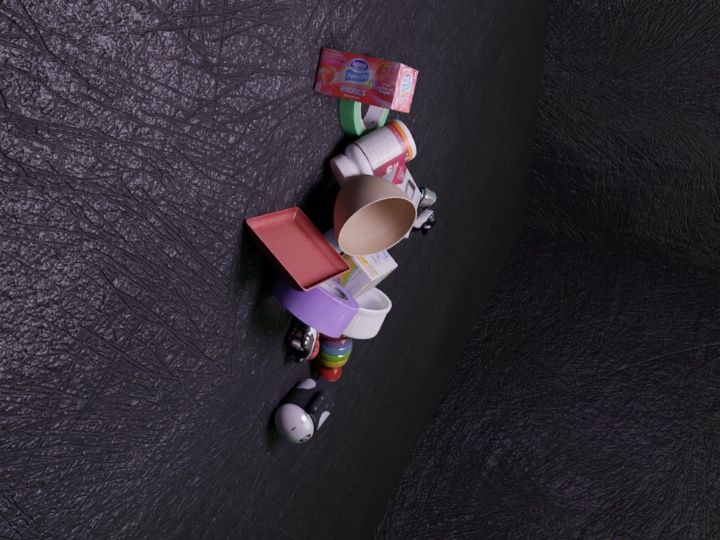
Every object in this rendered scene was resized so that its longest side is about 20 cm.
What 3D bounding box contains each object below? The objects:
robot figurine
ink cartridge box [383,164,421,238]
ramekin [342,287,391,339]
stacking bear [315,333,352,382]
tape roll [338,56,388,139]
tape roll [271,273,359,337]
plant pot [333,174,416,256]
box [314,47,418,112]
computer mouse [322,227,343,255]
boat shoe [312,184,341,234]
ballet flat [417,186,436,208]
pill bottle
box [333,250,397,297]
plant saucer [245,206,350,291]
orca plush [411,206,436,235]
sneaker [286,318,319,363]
[{"bbox_3d":[-0.150,0.385,1.649,0.200,0.124,0.152,-45,143,-46],"label":"robot figurine"},{"bbox_3d":[0.085,-0.196,1.614,0.200,0.085,0.149,42,63,-60],"label":"ink cartridge box"},{"bbox_3d":[-0.023,0.104,1.637,0.200,0.199,0.099,-17,131,-62],"label":"ramekin"},{"bbox_3d":[-0.084,0.235,1.714,0.121,0.113,0.202,-38,145,-51],"label":"stacking bear"},{"bbox_3d":[0.016,-0.431,1.494,0.201,0.048,0.202,-48,148,-44],"label":"tape roll"},{"bbox_3d":[-0.104,0.063,1.392,0.085,0.199,0.200,-55,158,7],"label":"tape roll"},{"bbox_3d":[0.016,-0.149,1.412,0.199,0.135,0.201,-19,148,-13],"label":"plant pot"},{"bbox_3d":[0.012,-0.416,1.304,0.102,0.198,0.096,-15,122,-62],"label":"box"},{"bbox_3d":[-0.059,-0.057,1.510,0.109,0.044,0.200,-34,166,4],"label":"computer mouse"},{"bbox_3d":[-0.060,-0.165,1.498,0.201,0.074,0.062,-56,159,-20],"label":"boat shoe"},{"bbox_3d":[0.150,-0.203,1.785,0.063,0.199,0.068,16,76,-33],"label":"ballet flat"},{"bbox_3d":[0.030,-0.282,1.475,0.199,0.110,0.110,-32,146,-10],"label":"pill bottle"},{"bbox_3d":[0.000,0.000,1.576,0.112,0.102,0.200,-42,174,24],"label":"box"},{"bbox_3d":[-0.139,-0.043,1.305,0.037,0.200,0.199,-48,169,30],"label":"plant saucer"},{"bbox_3d":[0.161,-0.122,1.742,0.071,0.199,0.105,54,47,-16],"label":"orca plush"},{"bbox_3d":[-0.145,0.157,1.553,0.098,0.070,0.202,-33,138,-58],"label":"sneaker"}]
